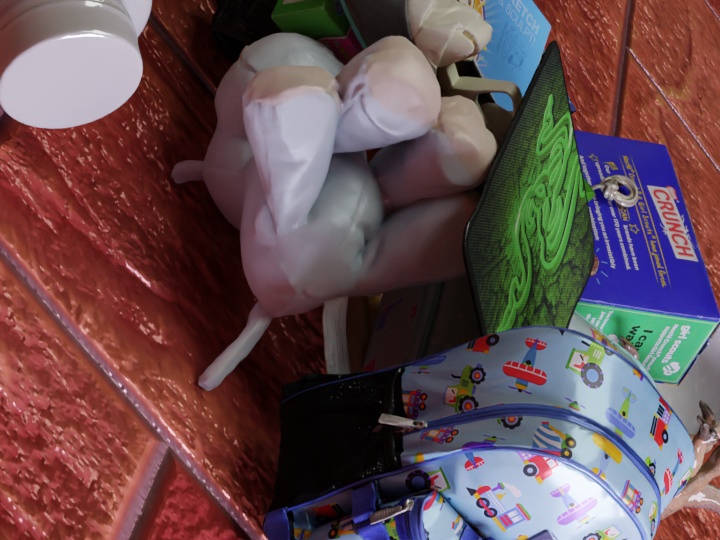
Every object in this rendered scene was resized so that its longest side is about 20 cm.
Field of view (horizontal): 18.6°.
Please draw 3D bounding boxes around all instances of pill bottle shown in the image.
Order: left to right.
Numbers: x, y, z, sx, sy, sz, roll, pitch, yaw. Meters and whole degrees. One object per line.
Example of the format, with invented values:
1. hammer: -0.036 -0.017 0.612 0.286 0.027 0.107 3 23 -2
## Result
1. pill bottle: -0.175 -0.178 1.177 0.109 0.109 0.201 26 38 -50

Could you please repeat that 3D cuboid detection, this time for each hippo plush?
1. hippo plush: -0.016 -0.050 1.249 0.158 0.202 0.161 5 18 -19

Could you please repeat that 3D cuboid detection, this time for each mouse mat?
1. mouse mat: 0.099 -0.014 1.251 0.201 0.007 0.162 -64 148 -47

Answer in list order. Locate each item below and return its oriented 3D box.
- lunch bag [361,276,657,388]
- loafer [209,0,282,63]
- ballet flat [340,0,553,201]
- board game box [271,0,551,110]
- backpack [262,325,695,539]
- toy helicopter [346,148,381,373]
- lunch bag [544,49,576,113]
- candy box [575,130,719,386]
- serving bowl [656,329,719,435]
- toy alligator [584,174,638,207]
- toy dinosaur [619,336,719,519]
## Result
1. lunch bag: 0.094 0.088 1.311 0.200 0.077 0.161 37 40 -19
2. loafer: -0.030 -0.110 1.450 0.201 0.068 0.071 50 56 -27
3. ballet flat: 0.056 -0.110 1.276 0.201 0.073 0.073 62 21 -18
4. board game box: 0.037 -0.154 1.361 0.200 0.040 0.154 47 52 -40
5. backpack: 0.070 0.125 1.149 0.183 0.199 0.135 49 34 -34
6. toy helicopter: 0.000 0.000 1.378 0.132 0.078 0.202 41 37 -52
7. lunch bag: 0.066 -0.175 1.637 0.151 0.094 0.200 64 15 13
8. candy box: 0.133 -0.018 1.526 0.198 0.077 0.170 8 47 -21
9. serving bowl: 0.178 0.057 1.604 0.199 0.066 0.201 22 41 -21
10. toy alligator: 0.120 -0.055 1.457 0.199 0.054 0.060 -13 58 -36
11. toy dinosaur: 0.180 0.139 1.475 0.200 0.136 0.086 35 12 -44
